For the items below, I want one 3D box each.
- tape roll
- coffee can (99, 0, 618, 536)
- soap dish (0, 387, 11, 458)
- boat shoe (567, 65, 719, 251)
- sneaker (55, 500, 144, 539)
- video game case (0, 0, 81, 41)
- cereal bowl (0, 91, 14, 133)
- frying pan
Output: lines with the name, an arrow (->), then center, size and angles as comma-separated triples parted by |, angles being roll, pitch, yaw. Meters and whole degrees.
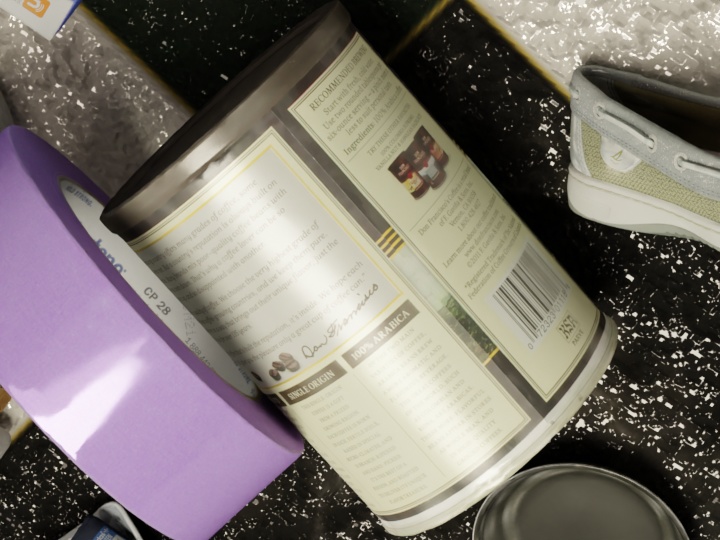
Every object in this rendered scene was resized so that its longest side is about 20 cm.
tape roll -> -0.115, 0.029, 0.930 | 0.066, 0.200, 0.200 | -42, 99, 4
coffee can -> 0.000, 0.000, 0.933 | 0.146, 0.147, 0.200 | -36, 102, 31
soap dish -> -0.296, 0.133, 1.092 | 0.199, 0.157, 0.081 | -32, 102, 23
boat shoe -> 0.166, -0.048, 0.863 | 0.201, 0.074, 0.065 | 14, 119, 50
sneaker -> -0.095, 0.182, 1.113 | 0.199, 0.070, 0.109 | -9, 116, 27
video game case -> -0.162, -0.221, 0.869 | 0.181, 0.046, 0.200 | 33, 132, -9
cereal bowl -> -0.272, -0.041, 1.018 | 0.199, 0.083, 0.201 | 0, 120, 0
frying pan -> 0.135, 0.171, 1.048 | 0.115, 0.031, 0.190 | -26, 110, 29
